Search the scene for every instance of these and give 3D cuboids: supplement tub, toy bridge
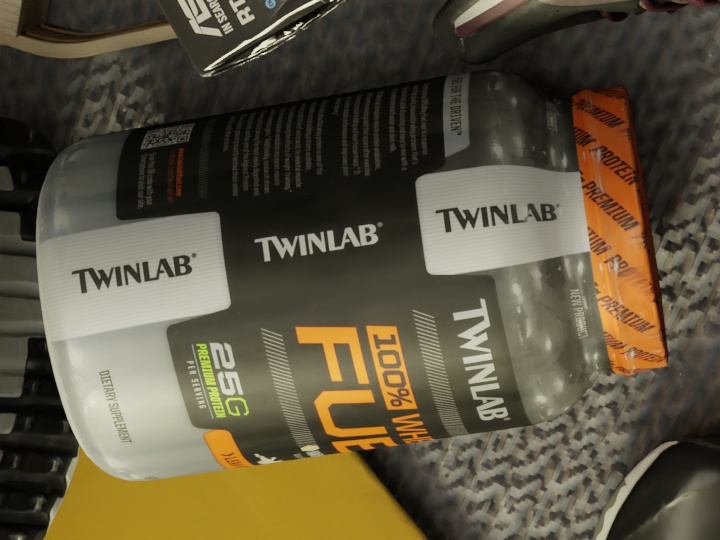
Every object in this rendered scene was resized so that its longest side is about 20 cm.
[{"bbox_3d":[0.000,0.000,0.767,0.199,0.123,0.123,-9,105,9],"label":"supplement tub"},{"bbox_3d":[-0.126,-0.118,0.837,0.199,0.027,0.067,19,115,13],"label":"toy bridge"}]

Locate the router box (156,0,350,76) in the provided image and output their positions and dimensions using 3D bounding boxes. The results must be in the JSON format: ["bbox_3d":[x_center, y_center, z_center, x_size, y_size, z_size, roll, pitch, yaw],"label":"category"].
[{"bbox_3d":[-0.049,-0.175,0.721,0.062,0.150,0.200,-26,98,25],"label":"router box"}]

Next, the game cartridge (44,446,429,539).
[{"bbox_3d":[-0.057,0.138,0.842,0.176,0.032,0.200,-39,91,-15],"label":"game cartridge"}]

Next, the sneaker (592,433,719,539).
[{"bbox_3d":[0.112,0.158,0.803,0.075,0.088,0.201,12,116,-6],"label":"sneaker"}]

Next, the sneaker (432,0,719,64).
[{"bbox_3d":[0.127,-0.089,0.730,0.200,0.076,0.116,-29,99,25],"label":"sneaker"}]

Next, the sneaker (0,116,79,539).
[{"bbox_3d":[-0.138,0.045,0.805,0.066,0.201,0.091,7,141,-14],"label":"sneaker"}]
